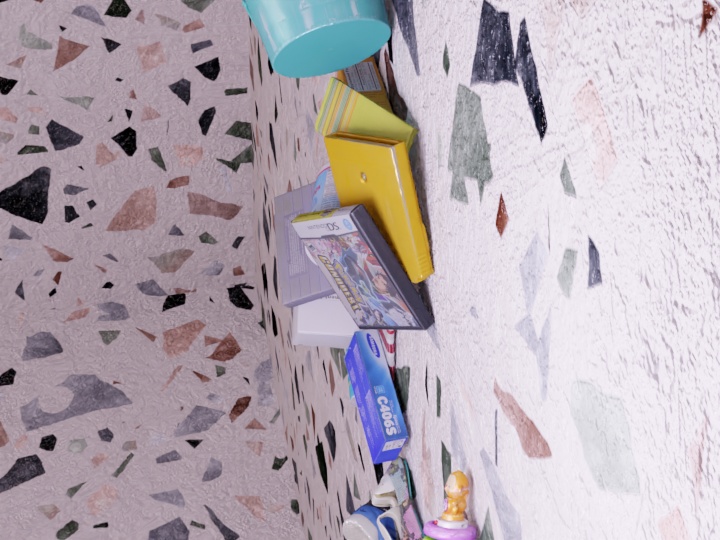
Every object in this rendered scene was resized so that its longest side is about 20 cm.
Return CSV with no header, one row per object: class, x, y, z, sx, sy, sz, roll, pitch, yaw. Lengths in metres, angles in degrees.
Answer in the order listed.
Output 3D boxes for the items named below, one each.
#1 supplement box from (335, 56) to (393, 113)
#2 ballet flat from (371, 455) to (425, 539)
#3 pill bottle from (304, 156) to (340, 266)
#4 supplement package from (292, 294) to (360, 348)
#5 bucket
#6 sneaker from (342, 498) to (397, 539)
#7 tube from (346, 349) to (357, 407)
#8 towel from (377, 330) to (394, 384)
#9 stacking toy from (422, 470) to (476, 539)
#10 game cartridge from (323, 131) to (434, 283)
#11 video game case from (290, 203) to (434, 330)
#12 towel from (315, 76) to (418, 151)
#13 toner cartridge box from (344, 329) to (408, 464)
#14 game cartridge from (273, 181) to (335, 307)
supplement box,0.010,-0.236,1.725,0.067,0.068,0.201,97,165,-47
ballet flat,0.058,0.388,1.848,0.069,0.070,0.201,96,164,-48
pill bottle,-0.022,-0.104,1.781,0.109,0.108,0.201,97,-179,-53
supplement package,-0.055,0.027,2.022,0.121,0.119,0.202,123,150,-74
bucket,-0.059,-0.372,1.619,0.207,0.205,0.136,122,132,-74
sneaker,0.065,0.466,1.892,0.200,0.111,0.077,51,132,5
tube,-0.006,0.160,2.151,0.078,0.050,0.201,113,156,-46
towel,0.036,0.092,1.922,0.145,0.023,0.201,-112,16,-49
stacking toy,0.117,0.358,1.473,0.116,0.109,0.202,-176,91,-82
game cartridge,0.027,-0.090,1.592,0.176,0.032,0.202,19,130,55
video game case,0.000,0.000,1.631,0.180,0.025,0.201,-4,122,59
towel,0.005,-0.201,1.624,0.200,0.018,0.087,39,117,42
toner cartridge box,0.024,0.208,1.895,0.095,0.043,0.201,112,147,-55
game cartridge,-0.086,-0.047,1.942,0.129,0.038,0.202,-20,66,34
